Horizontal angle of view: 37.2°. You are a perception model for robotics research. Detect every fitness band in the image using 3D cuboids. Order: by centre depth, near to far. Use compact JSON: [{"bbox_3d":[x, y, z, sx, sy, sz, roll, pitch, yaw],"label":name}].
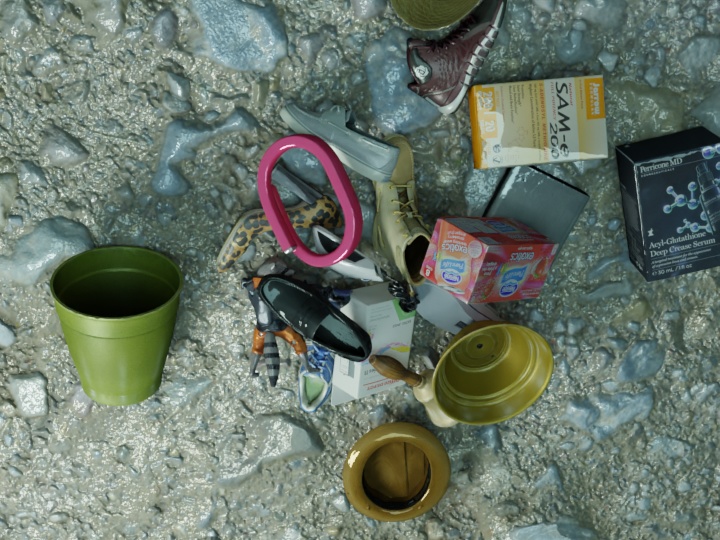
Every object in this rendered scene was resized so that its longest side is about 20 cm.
[{"bbox_3d":[-0.076,-0.103,1.586,0.142,0.037,0.202,-26,89,30],"label":"fitness band"}]

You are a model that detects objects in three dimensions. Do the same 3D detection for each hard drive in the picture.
[{"bbox_3d":[0.259,-0.062,1.718,0.138,0.033,0.202,23,107,-12],"label":"hard drive"}]

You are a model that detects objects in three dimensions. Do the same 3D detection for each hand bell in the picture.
[{"bbox_3d":[0.084,0.172,1.713,0.199,0.104,0.104,30,107,-41],"label":"hand bell"}]

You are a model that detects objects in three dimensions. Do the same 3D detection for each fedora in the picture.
[{"bbox_3d":[0.059,0.330,1.822,0.197,0.082,0.204,-2,116,-3],"label":"fedora"}]

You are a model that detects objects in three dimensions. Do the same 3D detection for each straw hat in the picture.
[{"bbox_3d":[0.143,-0.429,1.543,0.085,0.201,0.202,15,115,-52],"label":"straw hat"}]

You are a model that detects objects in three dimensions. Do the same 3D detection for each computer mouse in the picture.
[{"bbox_3d":[0.000,0.000,1.632,0.198,0.110,0.044,33,87,13],"label":"computer mouse"}]

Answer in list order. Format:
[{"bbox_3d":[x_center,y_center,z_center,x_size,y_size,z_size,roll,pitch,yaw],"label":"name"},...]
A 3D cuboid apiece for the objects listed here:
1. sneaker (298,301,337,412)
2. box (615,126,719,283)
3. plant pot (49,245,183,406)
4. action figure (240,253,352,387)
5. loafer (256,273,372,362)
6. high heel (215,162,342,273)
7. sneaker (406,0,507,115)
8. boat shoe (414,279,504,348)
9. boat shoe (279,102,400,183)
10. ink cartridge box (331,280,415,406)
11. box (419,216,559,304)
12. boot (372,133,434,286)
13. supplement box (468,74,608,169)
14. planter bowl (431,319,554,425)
[{"bbox_3d":[-0.057,0.140,1.743,0.074,0.077,0.203,12,107,5],"label":"sneaker"},{"bbox_3d":[0.495,-0.104,1.679,0.146,0.107,0.203,-13,110,2],"label":"box"},{"bbox_3d":[-0.375,0.097,1.664,0.197,0.201,0.196,3,122,-5],"label":"plant pot"},{"bbox_3d":[-0.113,0.073,1.666,0.197,0.104,0.197,-3,104,27],"label":"action figure"},{"bbox_3d":[-0.067,0.070,1.605,0.199,0.070,0.069,34,93,-6],"label":"loafer"},{"bbox_3d":[-0.128,-0.049,1.676,0.142,0.071,0.201,35,98,-12],"label":"high heel"},{"bbox_3d":[0.131,-0.341,1.587,0.114,0.076,0.202,24,107,-9],"label":"sneaker"},{"bbox_3d":[0.157,0.046,1.727,0.200,0.087,0.074,31,129,-27],"label":"boat shoe"},{"bbox_3d":[-0.027,-0.209,1.604,0.199,0.070,0.072,33,106,11],"label":"boat shoe"},{"bbox_3d":[0.021,0.130,1.725,0.116,0.067,0.203,-12,117,-41],"label":"ink cartridge box"},{"bbox_3d":[0.195,-0.018,1.604,0.198,0.102,0.096,-3,119,-50],"label":"box"},{"bbox_3d":[0.068,-0.092,1.624,0.072,0.156,0.203,-2,113,-18],"label":"boot"},{"bbox_3d":[0.268,-0.224,1.623,0.196,0.074,0.128,-6,94,-2],"label":"supplement box"},{"bbox_3d":[0.198,0.142,1.690,0.197,0.084,0.203,-7,125,-10],"label":"planter bowl"}]
